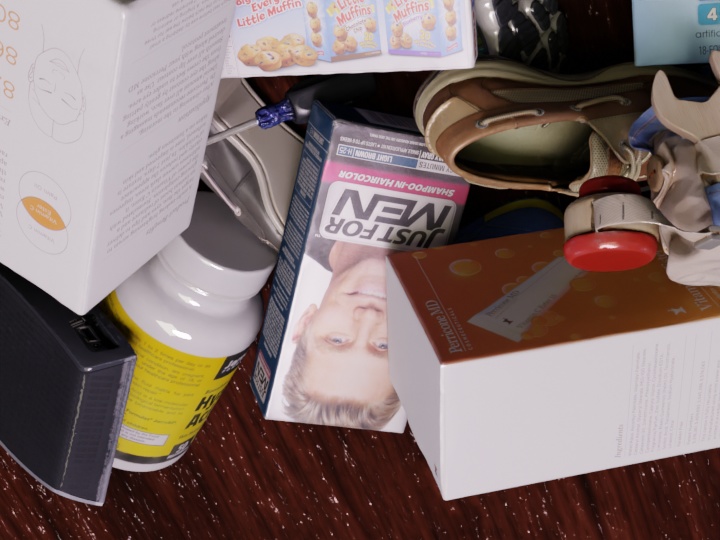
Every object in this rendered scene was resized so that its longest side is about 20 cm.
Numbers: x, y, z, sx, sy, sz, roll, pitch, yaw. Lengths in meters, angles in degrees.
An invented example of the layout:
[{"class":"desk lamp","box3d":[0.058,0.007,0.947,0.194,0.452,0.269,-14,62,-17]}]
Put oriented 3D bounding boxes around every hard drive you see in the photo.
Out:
[{"class":"hard drive","box3d":[-0.234,0.065,0.895,0.200,0.042,0.135,36,118,40]}]

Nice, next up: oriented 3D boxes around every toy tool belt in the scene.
[{"class":"toy tool belt","box3d":[0.196,-0.057,0.657,0.200,0.123,0.125,4,164,-16]}]

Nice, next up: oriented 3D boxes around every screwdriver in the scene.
[{"class":"screwdriver","box3d":[-0.079,-0.088,0.791,0.200,0.029,0.028,-24,96,-18]}]

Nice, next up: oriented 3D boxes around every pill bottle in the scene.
[{"class":"pill bottle","box3d":[-0.136,0.043,0.899,0.111,0.111,0.200,28,124,-6]}]

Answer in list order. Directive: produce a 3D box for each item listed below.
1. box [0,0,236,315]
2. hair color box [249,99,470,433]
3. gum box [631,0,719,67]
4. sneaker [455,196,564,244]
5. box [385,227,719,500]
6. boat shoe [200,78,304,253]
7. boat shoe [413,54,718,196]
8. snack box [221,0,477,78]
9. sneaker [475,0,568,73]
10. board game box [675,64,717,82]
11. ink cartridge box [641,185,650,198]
[{"class":"box","box3d":[-0.166,-0.107,0.674,0.152,0.106,0.200,30,132,12]},{"class":"hair color box","box3d":[0.000,0.000,0.809,0.100,0.061,0.200,8,108,-18]},{"class":"gum box","box3d":[0.227,-0.213,0.657,0.170,0.045,0.200,1,110,24]},{"class":"sneaker","box3d":[0.057,0.022,0.865,0.200,0.078,0.066,-31,113,29]},{"class":"box","box3d":[0.126,0.045,0.750,0.200,0.124,0.098,-9,122,-10]},{"class":"boat shoe","box3d":[-0.078,-0.075,0.847,0.057,0.067,0.200,-19,113,48]},{"class":"boat shoe","box3d":[0.131,-0.072,0.722,0.200,0.074,0.076,0,133,-11]},{"class":"snack box","box3d":[-0.037,-0.145,0.696,0.200,0.024,0.072,0,121,11]},{"class":"sneaker","box3d":[0.071,-0.158,0.763,0.080,0.078,0.200,12,134,41]},{"class":"board game box","box3d":[0.285,-0.140,0.734,0.200,0.035,0.136,-17,117,22]},{"class":"ink cartridge box","box3d":[0.243,0.030,0.850,0.099,0.039,0.200,-12,119,19]}]
